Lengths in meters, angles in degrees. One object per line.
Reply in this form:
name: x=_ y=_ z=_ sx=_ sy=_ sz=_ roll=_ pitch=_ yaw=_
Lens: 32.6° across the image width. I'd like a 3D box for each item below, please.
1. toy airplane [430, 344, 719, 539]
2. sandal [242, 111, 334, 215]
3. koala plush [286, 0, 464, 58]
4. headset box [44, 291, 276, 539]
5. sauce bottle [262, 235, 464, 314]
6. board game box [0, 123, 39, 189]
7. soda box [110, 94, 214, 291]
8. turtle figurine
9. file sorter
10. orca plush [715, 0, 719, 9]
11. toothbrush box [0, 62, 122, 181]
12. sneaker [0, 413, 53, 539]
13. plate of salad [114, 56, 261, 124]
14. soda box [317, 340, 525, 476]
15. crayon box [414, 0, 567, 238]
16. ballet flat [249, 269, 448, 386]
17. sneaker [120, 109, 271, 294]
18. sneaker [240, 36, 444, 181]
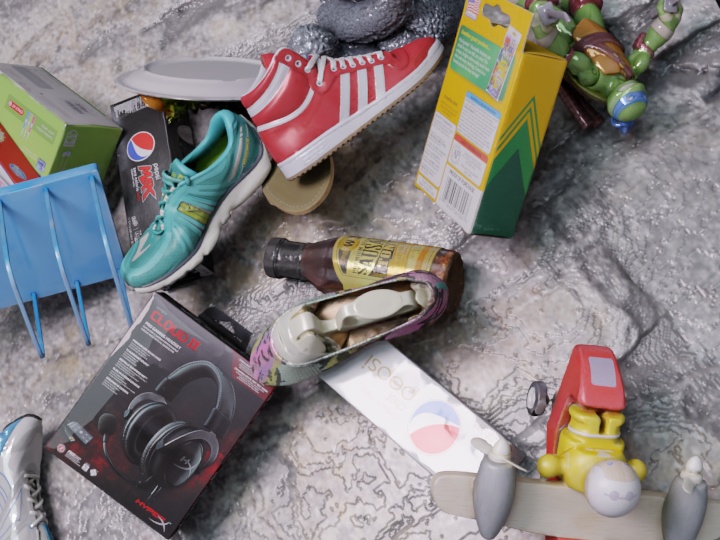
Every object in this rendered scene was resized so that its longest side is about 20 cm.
toy airplane: x=0.183 y=0.188 z=1.004 sx=0.199 sy=0.141 sz=0.200 roll=-37 pitch=92 yaw=-13
sandal: x=-0.067 y=-0.097 z=1.255 sx=0.077 sy=0.070 sz=0.212 roll=-41 pitch=40 yaw=-3
koala plush: x=0.011 y=-0.306 z=1.199 sx=0.181 sy=0.201 sz=0.179 roll=2 pitch=62 yaw=6
headset box: x=-0.180 y=0.128 z=1.183 sx=0.148 sy=0.077 sz=0.201 roll=36 pitch=88 yaw=1
sauce bottle: x=0.000 y=0.000 z=1.192 sx=0.198 sy=0.066 sz=0.067 roll=7 pitch=75 yaw=21
board game box: x=-0.426 y=-0.102 z=1.284 sx=0.200 sy=0.040 sz=0.153 roll=50 pitch=118 yaw=21
soda box: x=-0.209 y=-0.086 z=1.298 sx=0.063 sy=0.071 sz=0.202 roll=-18 pitch=66 yaw=15
turtle figurine: x=0.218 y=-0.246 z=1.133 sx=0.143 sy=0.201 sz=0.195 roll=-31 pitch=52 yaw=-1
file sorter: x=-0.330 y=0.009 z=1.199 sx=0.198 sy=0.140 sz=0.123 roll=-16 pitch=44 yaw=-9
orca plush: x=0.377 y=-0.315 z=1.168 sx=0.104 sy=0.071 sz=0.202 roll=22 pitch=84 yaw=-19
toothbrush box: x=-0.359 y=-0.099 z=1.315 sx=0.145 sy=0.086 sz=0.202 roll=35 pitch=110 yaw=27
sneaker: x=-0.341 y=0.248 z=1.244 sx=0.086 sy=0.075 sz=0.203 roll=11 pitch=84 yaw=16
plate of salad: x=-0.151 y=-0.185 z=1.262 sx=0.198 sy=0.200 sz=0.049 roll=10 pitch=110 yaw=23
soda box: x=0.052 y=0.129 z=1.129 sx=0.199 sy=0.064 sz=0.068 roll=38 pitch=88 yaw=27
crayon box: x=0.120 y=-0.146 z=1.125 sx=0.126 sy=0.051 sz=0.202 roll=-131 pitch=51 yaw=-57
ballet flat: x=-0.017 y=0.046 z=1.106 sx=0.198 sy=0.071 sz=0.070 roll=-21 pitch=75 yaw=8
sneaker: x=-0.171 y=-0.069 z=1.192 sx=0.077 sy=0.080 sz=0.201 roll=26 pitch=75 yaw=38
sneaker: x=-0.020 y=-0.188 z=1.164 sx=0.199 sy=0.071 sz=0.113 roll=-39 pitch=100 yaw=-11
